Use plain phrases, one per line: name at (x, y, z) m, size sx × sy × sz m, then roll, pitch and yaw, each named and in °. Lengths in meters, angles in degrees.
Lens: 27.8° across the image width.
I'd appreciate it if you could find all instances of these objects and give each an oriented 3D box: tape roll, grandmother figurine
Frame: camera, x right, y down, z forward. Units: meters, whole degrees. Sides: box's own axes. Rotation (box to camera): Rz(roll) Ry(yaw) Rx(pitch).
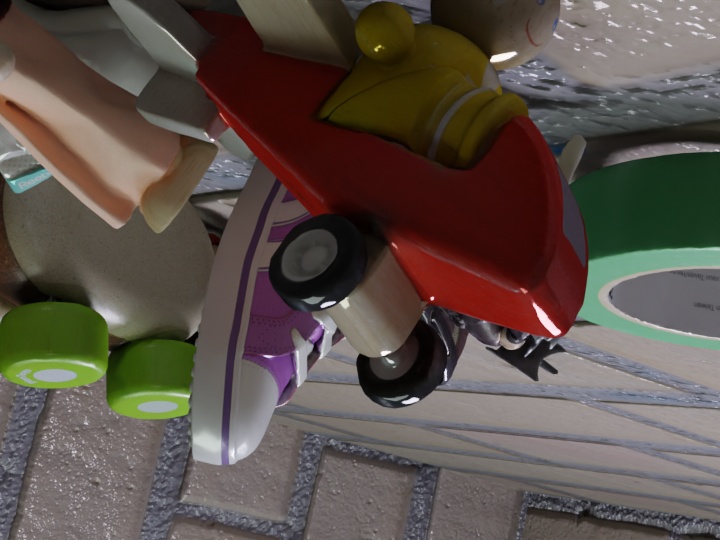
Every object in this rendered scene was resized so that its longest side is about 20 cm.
tape roll at (0.195, -0.003, 0.723) m, size 0.200 × 0.048 × 0.200 m, roll 7°, pitch 165°, yaw 2°
grandmother figurine at (-0.151, -0.090, 0.575) m, size 0.200 × 0.061 × 0.121 m, roll 36°, pitch 175°, yaw -16°

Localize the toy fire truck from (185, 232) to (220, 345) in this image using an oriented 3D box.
toy fire truck at (-0.152, 0.010, 1.114) m, size 0.176 × 0.129 × 0.200 m, roll 8°, pitch 157°, yaw 28°

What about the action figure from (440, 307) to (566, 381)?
action figure at (0.057, -0.008, 0.805) m, size 0.130 × 0.069 × 0.200 m, roll 27°, pitch 170°, yaw 35°

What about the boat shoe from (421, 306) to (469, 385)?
boat shoe at (0.006, 0.009, 0.930) m, size 0.072 × 0.065 × 0.200 m, roll -16°, pitch 141°, yaw 33°

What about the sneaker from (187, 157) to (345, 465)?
sneaker at (0.000, -0.001, 0.622) m, size 0.114 × 0.201 × 0.073 m, roll 17°, pitch 153°, yaw 5°

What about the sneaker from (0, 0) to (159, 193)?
sneaker at (-0.134, -0.076, 0.673) m, size 0.199 × 0.089 × 0.075 m, roll 11°, pitch 168°, yaw 10°

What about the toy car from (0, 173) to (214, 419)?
toy car at (-0.197, 0.004, 0.816) m, size 0.200 × 0.165 × 0.158 m, roll -16°, pitch 156°, yaw 29°

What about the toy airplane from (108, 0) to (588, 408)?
toy airplane at (0.004, -0.065, 0.507) m, size 0.199 × 0.141 × 0.200 m, roll 50°, pitch 179°, yaw -1°
